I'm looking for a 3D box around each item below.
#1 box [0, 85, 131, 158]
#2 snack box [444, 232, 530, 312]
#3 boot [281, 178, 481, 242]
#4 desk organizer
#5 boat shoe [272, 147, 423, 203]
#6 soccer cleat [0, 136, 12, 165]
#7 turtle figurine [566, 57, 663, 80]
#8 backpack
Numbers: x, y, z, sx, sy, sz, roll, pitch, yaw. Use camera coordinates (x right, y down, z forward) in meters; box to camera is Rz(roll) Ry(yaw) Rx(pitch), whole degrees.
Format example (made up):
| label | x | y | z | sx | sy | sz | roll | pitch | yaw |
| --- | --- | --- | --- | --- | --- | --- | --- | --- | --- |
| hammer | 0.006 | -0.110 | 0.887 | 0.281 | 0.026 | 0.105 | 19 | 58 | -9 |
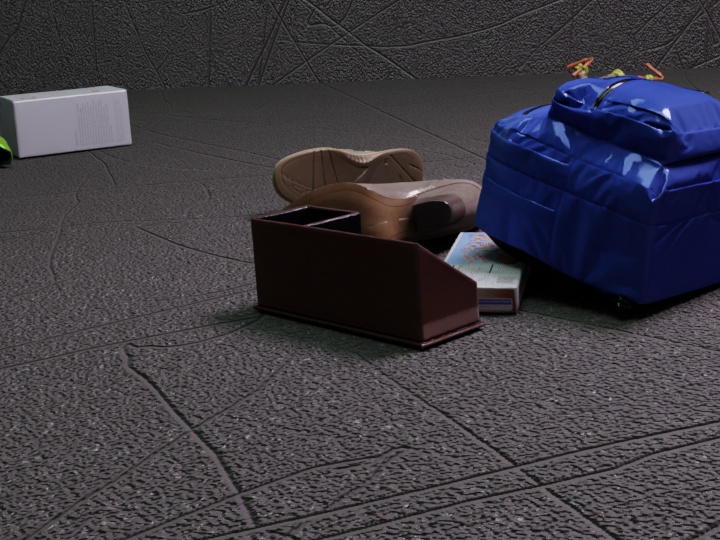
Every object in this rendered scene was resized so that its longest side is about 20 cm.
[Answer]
| label | x | y | z | sx | sy | sz | roll | pitch | yaw |
| --- | --- | --- | --- | --- | --- | --- | --- | --- | --- |
| box | -0.513 | -0.260 | 2.197 | 0.197 | 0.099 | 0.124 | -10 | 15 | -25 |
| snack box | 0.109 | -0.002 | 1.090 | 0.071 | 0.025 | 0.200 | -1 | 14 | 12 |
| boot | 0.032 | -0.058 | 1.285 | 0.197 | 0.071 | 0.146 | 0 | 8 | 13 |
| desk organizer | 0.000 | 0.000 | 1.000 | 0.071 | 0.078 | 0.199 | -16 | 18 | -41 |
| boat shoe | -0.022 | -0.110 | 1.498 | 0.198 | 0.073 | 0.065 | -9 | 5 | -31 |
| soccer cleat | -0.646 | -0.181 | 1.989 | 0.198 | 0.068 | 0.081 | -13 | 29 | -34 |
| turtle figurine | 0.437 | -0.336 | 2.306 | 0.198 | 0.065 | 0.161 | 17 | 30 | 34 |
| backpack | 0.204 | -0.077 | 1.048 | 0.161 | 0.170 | 0.199 | -5 | 19 | -43 |
